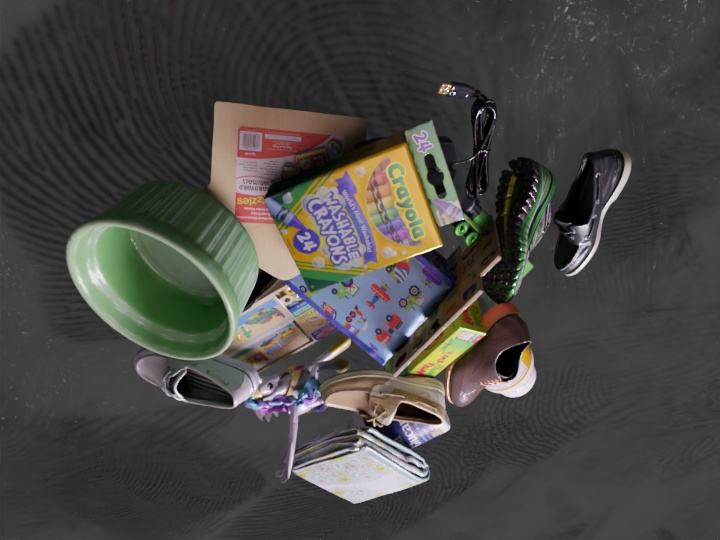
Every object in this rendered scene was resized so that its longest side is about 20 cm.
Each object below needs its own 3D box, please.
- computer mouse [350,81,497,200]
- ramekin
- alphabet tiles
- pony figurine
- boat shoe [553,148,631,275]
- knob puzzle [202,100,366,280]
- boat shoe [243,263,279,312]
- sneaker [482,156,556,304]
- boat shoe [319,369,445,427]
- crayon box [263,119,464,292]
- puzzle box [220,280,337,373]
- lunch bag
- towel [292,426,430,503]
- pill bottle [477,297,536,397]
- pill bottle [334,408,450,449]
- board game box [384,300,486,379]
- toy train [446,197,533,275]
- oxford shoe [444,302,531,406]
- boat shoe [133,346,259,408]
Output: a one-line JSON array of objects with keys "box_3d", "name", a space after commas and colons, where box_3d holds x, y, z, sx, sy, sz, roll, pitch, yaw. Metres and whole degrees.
[{"box_3d": [0.082, -0.149, 0.628, 0.197, 0.046, 0.143, -2, 111, -19], "name": "computer mouse"}, {"box_3d": [-0.213, -0.002, 0.604, 0.197, 0.098, 0.202, 11, 133, 11], "name": "ramekin"}, {"box_3d": [0.111, 0.028, 0.701, 0.008, 0.168, 0.200, 35, 118, -10], "name": "alphabet tiles"}, {"box_3d": [-0.102, 0.203, 0.849, 0.197, 0.167, 0.196, -15, 131, -29], "name": "pony figurine"}, {"box_3d": [0.317, -0.082, 0.777, 0.065, 0.075, 0.201, 2, 128, -17], "name": "boat shoe"}, {"box_3d": [-0.088, -0.089, 0.638, 0.216, 0.030, 0.223, -6, 111, -15], "name": "knob puzzle"}, {"box_3d": [-0.178, 0.030, 0.713, 0.199, 0.068, 0.072, -38, 133, 17], "name": "boat shoe"}, {"box_3d": [0.226, -0.048, 0.740, 0.084, 0.078, 0.203, 8, 104, -34], "name": "sneaker"}, {"box_3d": [0.037, 0.193, 0.783, 0.196, 0.067, 0.075, 5, 139, -14], "name": "boat shoe"}, {"box_3d": [0.008, -0.068, 0.596, 0.197, 0.052, 0.127, -20, 115, 12], "name": "crayon box"}, {"box_3d": [-0.145, 0.091, 0.804, 0.198, 0.026, 0.133, -30, 133, 8], "name": "puzzle box"}, {"box_3d": [0.000, 0.000, 0.709, 0.199, 0.094, 0.151, 36, 108, -12], "name": "lunch bag"}, {"box_3d": [-0.001, 0.333, 0.908, 0.170, 0.049, 0.200, -27, 129, 28], "name": "towel"}, {"box_3d": [0.230, 0.141, 0.916, 0.110, 0.112, 0.200, -35, 132, 13], "name": "pill bottle"}, {"box_3d": [0.055, 0.283, 0.980, 0.198, 0.112, 0.111, -29, 133, 8], "name": "pill bottle"}, {"box_3d": [0.103, 0.099, 0.813, 0.047, 0.103, 0.201, 15, 137, -23], "name": "board game box"}, {"box_3d": [0.196, -0.042, 0.796, 0.056, 0.042, 0.199, -46, 129, 10], "name": "toy train"}, {"box_3d": [0.180, 0.142, 0.771, 0.070, 0.073, 0.202, -1, 131, -24], "name": "oxford shoe"}, {"box_3d": [-0.240, 0.143, 0.735, 0.197, 0.067, 0.075, 3, 107, 18], "name": "boat shoe"}]
